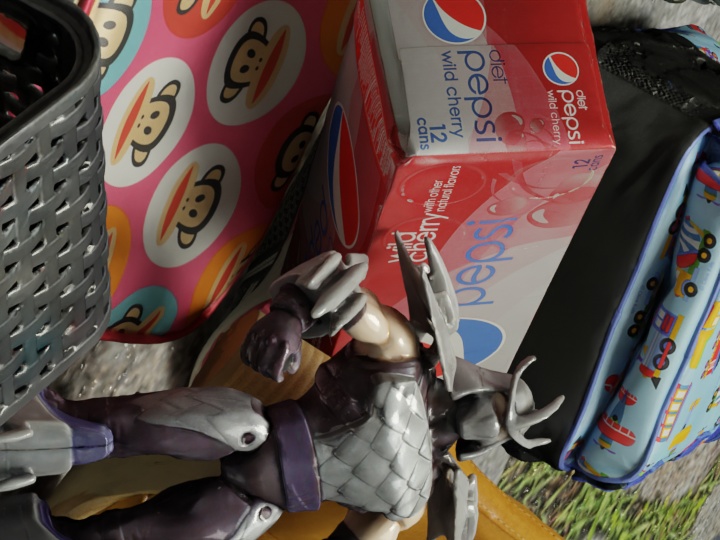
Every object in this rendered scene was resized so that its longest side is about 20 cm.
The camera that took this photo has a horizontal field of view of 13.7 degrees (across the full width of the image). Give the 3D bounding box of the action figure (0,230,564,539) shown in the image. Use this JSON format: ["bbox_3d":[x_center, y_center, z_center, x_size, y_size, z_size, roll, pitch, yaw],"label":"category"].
[{"bbox_3d":[-0.035,0.059,0.884,0.199,0.069,0.131,-11,109,-8],"label":"action figure"}]

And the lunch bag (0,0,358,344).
[{"bbox_3d":[-0.073,-0.077,0.894,0.176,0.082,0.201,6,111,-63],"label":"lunch bag"}]

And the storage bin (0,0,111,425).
[{"bbox_3d":[-0.167,0.000,0.729,0.200,0.135,0.094,-42,150,-35],"label":"storage bin"}]

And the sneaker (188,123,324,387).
[{"bbox_3d":[0.000,0.000,1.110,0.201,0.080,0.075,-59,-170,33],"label":"sneaker"}]

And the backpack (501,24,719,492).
[{"bbox_3d":[0.125,-0.012,1.283,0.200,0.134,0.184,-13,129,-62],"label":"backpack"}]

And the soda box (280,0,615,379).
[{"bbox_3d":[0.023,-0.017,0.951,0.069,0.064,0.200,-4,155,-11],"label":"soda box"}]

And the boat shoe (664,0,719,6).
[{"bbox_3d":[0.130,-0.160,1.211,0.075,0.066,0.200,-53,154,-15],"label":"boat shoe"}]

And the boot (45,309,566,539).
[{"bbox_3d":[-0.026,0.099,1.013,0.201,0.144,0.071,-36,-163,52],"label":"boot"}]
